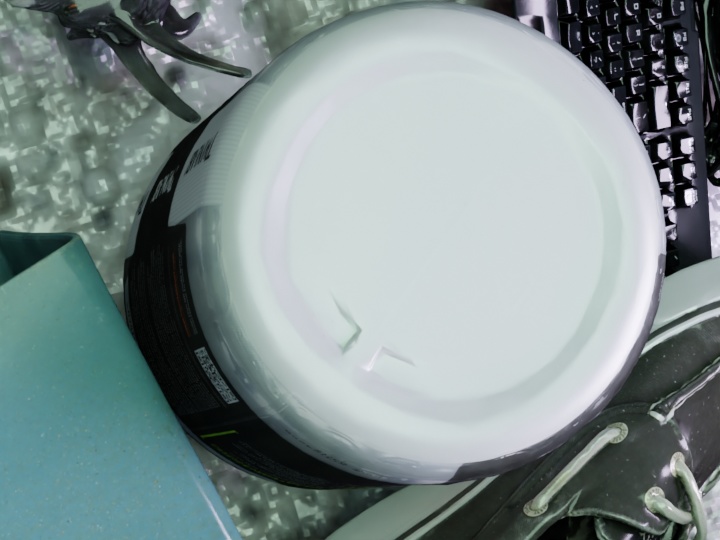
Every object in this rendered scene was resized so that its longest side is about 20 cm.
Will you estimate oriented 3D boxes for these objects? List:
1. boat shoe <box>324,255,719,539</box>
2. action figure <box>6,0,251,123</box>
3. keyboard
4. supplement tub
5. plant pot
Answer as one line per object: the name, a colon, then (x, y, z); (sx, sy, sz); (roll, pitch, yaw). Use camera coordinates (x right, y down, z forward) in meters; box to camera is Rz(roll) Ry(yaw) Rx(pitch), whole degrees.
boat shoe: (0.074, 0.071, 0.852); (0.200, 0.064, 0.071); (-37, 135, -7)
action figure: (-0.103, -0.135, 0.823); (0.102, 0.119, 0.201); (-14, 78, -26)
keyboard: (0.093, -0.077, 0.861); (0.104, 0.040, 0.201); (-16, 107, -40)
supplement tub: (0.000, 0.000, 0.784); (0.122, 0.200, 0.123); (1, 85, -13)
plant pot: (-0.098, 0.111, 0.787); (0.141, 0.141, 0.200); (-33, 99, -13)
